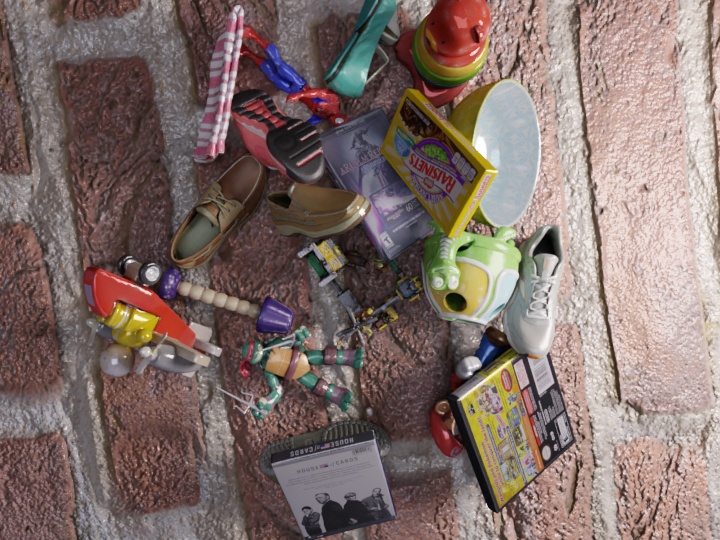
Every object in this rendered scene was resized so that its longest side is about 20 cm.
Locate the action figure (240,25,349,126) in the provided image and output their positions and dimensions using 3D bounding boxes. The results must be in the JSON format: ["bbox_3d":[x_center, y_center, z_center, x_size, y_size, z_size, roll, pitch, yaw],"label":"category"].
[{"bbox_3d":[-0.110,-0.255,0.845,0.200,0.065,0.099,34,59,-3],"label":"action figure"}]

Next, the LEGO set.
[{"bbox_3d":[0.000,0.000,0.845,0.153,0.116,0.201,-27,93,0],"label":"LEGO set"}]

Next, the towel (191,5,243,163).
[{"bbox_3d":[-0.199,-0.252,0.813,0.030,0.146,0.201,9,93,-23],"label":"towel"}]

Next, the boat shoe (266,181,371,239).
[{"bbox_3d":[-0.071,-0.090,0.800,0.072,0.200,0.076,-49,119,-31],"label":"boat shoe"}]

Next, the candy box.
[{"bbox_3d":[0.094,-0.144,0.764,0.026,0.200,0.102,-3,133,-32],"label":"candy box"}]

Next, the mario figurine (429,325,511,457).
[{"bbox_3d":[0.182,0.191,0.865,0.123,0.106,0.200,31,89,8],"label":"mario figurine"}]

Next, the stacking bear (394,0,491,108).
[{"bbox_3d":[0.121,-0.308,0.789,0.113,0.200,0.122,-23,93,0],"label":"stacking bear"}]

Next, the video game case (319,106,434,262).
[{"bbox_3d":[0.033,-0.129,0.848,0.143,0.019,0.200,-34,93,-35],"label":"video game case"}]

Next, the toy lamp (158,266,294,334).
[{"bbox_3d":[-0.198,0.050,0.876,0.199,0.058,0.058,16,93,0],"label":"toy lamp"}]

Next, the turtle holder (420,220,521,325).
[{"bbox_3d":[0.153,0.005,0.810,0.140,0.186,0.132,11,84,0],"label":"turtle holder"}]

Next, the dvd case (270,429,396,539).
[{"bbox_3d":[-0.034,0.321,0.860,0.150,0.025,0.201,-13,125,0],"label":"dvd case"}]

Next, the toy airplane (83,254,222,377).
[{"bbox_3d":[-0.293,0.092,0.804,0.199,0.200,0.141,36,65,1],"label":"toy airplane"}]

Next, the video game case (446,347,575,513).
[{"bbox_3d":[0.226,0.218,0.850,0.180,0.025,0.201,-30,109,-25],"label":"video game case"}]

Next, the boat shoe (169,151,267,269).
[{"bbox_3d":[-0.209,-0.083,0.858,0.076,0.074,0.200,35,92,-3],"label":"boat shoe"}]

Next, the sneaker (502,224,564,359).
[{"bbox_3d":[0.250,0.023,0.830,0.075,0.092,0.201,8,64,5],"label":"sneaker"}]

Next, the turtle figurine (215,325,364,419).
[{"bbox_3d":[-0.102,0.139,0.861,0.199,0.101,0.150,15,109,-18],"label":"turtle figurine"}]

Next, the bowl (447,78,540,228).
[{"bbox_3d":[0.165,-0.164,0.834,0.107,0.200,0.201,10,94,41],"label":"bowl"}]

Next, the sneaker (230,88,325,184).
[{"bbox_3d":[-0.111,-0.174,0.819,0.074,0.087,0.200,-31,58,-20],"label":"sneaker"}]

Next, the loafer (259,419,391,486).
[{"bbox_3d":[-0.051,0.284,0.893,0.199,0.075,0.070,-8,129,-4],"label":"loafer"}]

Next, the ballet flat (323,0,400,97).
[{"bbox_3d":[0.017,-0.336,0.853,0.070,0.067,0.201,30,79,-23],"label":"ballet flat"}]
